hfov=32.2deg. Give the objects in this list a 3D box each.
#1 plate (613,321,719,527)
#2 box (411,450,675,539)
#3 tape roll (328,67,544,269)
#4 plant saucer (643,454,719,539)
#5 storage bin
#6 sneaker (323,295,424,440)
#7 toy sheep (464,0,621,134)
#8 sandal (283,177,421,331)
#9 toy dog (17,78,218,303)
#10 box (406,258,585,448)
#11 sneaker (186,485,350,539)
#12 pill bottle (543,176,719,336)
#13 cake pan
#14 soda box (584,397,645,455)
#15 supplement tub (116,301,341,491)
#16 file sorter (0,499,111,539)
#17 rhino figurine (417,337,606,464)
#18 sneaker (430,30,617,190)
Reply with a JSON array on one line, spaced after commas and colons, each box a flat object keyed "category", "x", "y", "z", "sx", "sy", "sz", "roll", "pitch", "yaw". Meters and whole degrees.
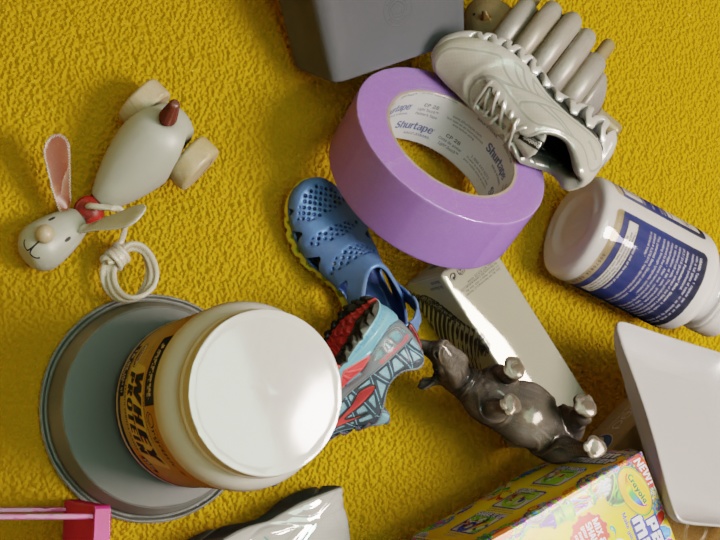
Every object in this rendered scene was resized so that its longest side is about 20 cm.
[{"category": "plate", "x": 0.320, "y": 0.159, "z": 1.198, "sx": 0.198, "sy": 0.032, "sz": 0.202, "roll": 16, "pitch": 51, "yaw": -40}, {"category": "box", "x": 0.182, "y": 0.291, "z": 1.118, "sx": 0.191, "sy": 0.122, "sz": 0.202, "roll": -24, "pitch": 93, "yaw": -25}, {"category": "tape roll", "x": 0.072, "y": -0.098, "z": 1.172, "sx": 0.198, "sy": 0.066, "sz": 0.202, "roll": 19, "pitch": 42, "yaw": -17}, {"category": "plant saucer", "x": 0.327, "y": 0.256, "z": 1.261, "sx": 0.199, "sy": 0.035, "sz": 0.203, "roll": -14, "pitch": 113, "yaw": -37}, {"category": "storage bin", "x": 0.005, "y": -0.271, "z": 1.193, "sx": 0.198, "sy": 0.145, "sz": 0.136, "roll": -22, "pitch": 119, "yaw": -26}, {"category": "sneaker", "x": -0.017, "y": 0.125, "z": 1.113, "sx": 0.095, "sy": 0.079, "sz": 0.201, "roll": 34, "pitch": 105, "yaw": -22}, {"category": "toy sheep", "x": 0.186, "y": -0.205, "z": 1.259, "sx": 0.199, "sy": 0.138, "sz": 0.138, "roll": 36, "pitch": 69, "yaw": 4}, {"category": "sandal", "x": 0.000, "y": 0.000, "z": 1.168, "sx": 0.079, "sy": 0.087, "sz": 0.201, "roll": -34, "pitch": 95, "yaw": -22}, {"category": "toy dog", "x": -0.205, "y": -0.083, "z": 1.074, "sx": 0.131, "sy": 0.096, "sz": 0.202, "roll": 24, "pitch": 71, "yaw": -4}, {"category": "box", "x": 0.135, "y": 0.073, "z": 1.222, "sx": 0.068, "sy": 0.082, "sz": 0.201, "roll": -36, "pitch": 96, "yaw": -25}, {"category": "sneaker", "x": -0.092, "y": 0.257, "z": 1.099, "sx": 0.198, "sy": 0.070, "sz": 0.081, "roll": -17, "pitch": 92, "yaw": -26}, {"category": "pill bottle", "x": 0.297, "y": -0.007, "z": 1.289, "sx": 0.198, "sy": 0.111, "sz": 0.112, "roll": 25, "pitch": 73, "yaw": -19}, {"category": "cake pan", "x": -0.179, "y": 0.119, "z": 1.096, "sx": 0.198, "sy": 0.037, "sz": 0.203, "roll": 4, "pitch": 81, "yaw": -24}, {"category": "soda box", "x": 0.275, "y": 0.185, "z": 1.275, "sx": 0.200, "sy": 0.068, "sz": 0.064, "roll": -41, "pitch": 99, "yaw": -24}, {"category": "supplement tub", "x": -0.107, "y": 0.102, "z": 0.999, "sx": 0.143, "sy": 0.200, "sz": 0.146, "roll": 4, "pitch": 80, "yaw": -23}, {"category": "file sorter", "x": -0.273, "y": 0.284, "z": 0.975, "sx": 0.124, "sy": 0.139, "sz": 0.203, "roll": 4, "pitch": 81, "yaw": -22}, {"category": "rhino figurine", "x": 0.127, "y": 0.115, "z": 1.140, "sx": 0.198, "sy": 0.088, "sz": 0.060, "roll": 29, "pitch": 69, "yaw": -3}, {"category": "sneaker", "x": 0.148, "y": -0.151, "z": 1.176, "sx": 0.199, "sy": 0.075, "sz": 0.081, "roll": 35, "pitch": 48, "yaw": 1}]
